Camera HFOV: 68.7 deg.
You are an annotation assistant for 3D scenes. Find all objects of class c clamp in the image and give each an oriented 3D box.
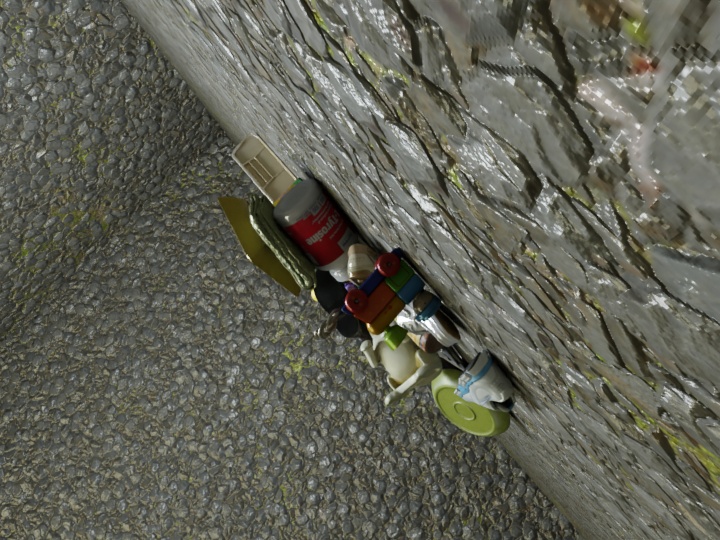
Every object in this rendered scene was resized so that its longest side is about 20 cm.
[{"bbox_3d":[0.179,0.164,1.213,0.201,0.027,0.171,51,177,-38],"label":"c clamp"}]

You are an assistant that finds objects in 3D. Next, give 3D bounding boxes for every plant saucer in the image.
[{"bbox_3d":[-0.203,-0.061,1.136,0.201,0.048,0.200,55,-175,34],"label":"plant saucer"},{"bbox_3d":[0.238,0.306,1.182,0.197,0.031,0.203,29,144,24],"label":"plant saucer"}]

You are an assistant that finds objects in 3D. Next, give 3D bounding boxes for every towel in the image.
[{"bbox_3d":[-0.156,-0.060,1.063,0.201,0.036,0.149,51,-170,-23],"label":"towel"}]

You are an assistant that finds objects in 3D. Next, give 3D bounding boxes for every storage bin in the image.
[{"bbox_3d":[-0.251,-0.259,1.491,0.199,0.094,0.200,48,177,12],"label":"storage bin"}]

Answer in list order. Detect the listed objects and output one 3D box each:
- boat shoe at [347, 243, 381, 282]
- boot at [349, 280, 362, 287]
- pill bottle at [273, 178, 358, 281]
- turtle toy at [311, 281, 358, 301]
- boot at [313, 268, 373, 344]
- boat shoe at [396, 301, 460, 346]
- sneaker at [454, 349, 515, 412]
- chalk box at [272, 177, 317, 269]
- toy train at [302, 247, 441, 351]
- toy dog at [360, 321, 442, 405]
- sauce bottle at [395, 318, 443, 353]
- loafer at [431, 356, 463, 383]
[{"bbox_3d":[0.019,-0.015,1.017,0.200,0.069,0.066,21,-119,-79],"label":"boat shoe"},{"bbox_3d":[0.000,0.000,1.252,0.144,0.071,0.200,29,-167,-18],"label":"boot"},{"bbox_3d":[-0.075,-0.075,1.067,0.201,0.112,0.112,49,176,-29],"label":"pill bottle"},{"bbox_3d":[-0.026,0.053,1.402,0.198,0.102,0.145,35,-149,14],"label":"turtle toy"},{"bbox_3d":[-0.028,0.092,1.221,0.203,0.068,0.174,65,-168,21],"label":"boot"},{"bbox_3d":[0.093,0.078,0.876,0.070,0.070,0.200,37,-174,-33],"label":"boat shoe"},{"bbox_3d":[0.200,0.190,0.828,0.086,0.075,0.200,41,175,19],"label":"sneaker"},{"bbox_3d":[-0.114,-0.100,1.220,0.124,0.124,0.200,50,176,-41],"label":"chalk box"},{"bbox_3d":[0.020,0.076,0.785,0.115,0.201,0.085,42,177,1],"label":"toy train"},{"bbox_3d":[0.088,0.148,1.126,0.191,0.140,0.202,-11,-119,-45],"label":"toy dog"},{"bbox_3d":[0.095,0.082,1.049,0.200,0.066,0.066,46,177,47],"label":"sauce bottle"},{"bbox_3d":[0.243,0.268,1.250,0.199,0.073,0.071,41,-154,5],"label":"loafer"}]
